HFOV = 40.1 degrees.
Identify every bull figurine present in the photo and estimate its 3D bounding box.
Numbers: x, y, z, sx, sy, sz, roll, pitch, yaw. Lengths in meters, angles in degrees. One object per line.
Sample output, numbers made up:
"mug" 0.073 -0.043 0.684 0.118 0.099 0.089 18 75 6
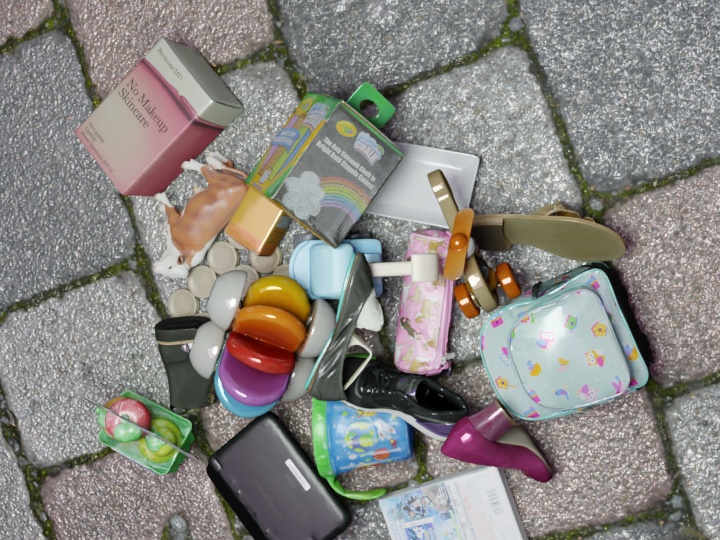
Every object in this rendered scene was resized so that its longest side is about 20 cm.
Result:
"bull figurine" -0.243 -0.082 1.459 0.200 0.065 0.122 -44 75 9

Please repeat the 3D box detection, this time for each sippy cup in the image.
"sippy cup" 0.007 0.216 1.373 0.129 0.140 0.179 -5 126 7

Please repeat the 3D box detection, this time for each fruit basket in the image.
"fruit basket" -0.333 0.231 1.432 0.184 0.200 0.094 22 80 20

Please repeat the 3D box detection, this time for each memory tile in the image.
"memory tile" -0.186 0.034 1.476 0.153 0.017 0.200 44 104 10

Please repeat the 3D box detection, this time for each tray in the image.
"tray" 0.061 -0.122 1.377 0.198 0.022 0.108 12 83 17

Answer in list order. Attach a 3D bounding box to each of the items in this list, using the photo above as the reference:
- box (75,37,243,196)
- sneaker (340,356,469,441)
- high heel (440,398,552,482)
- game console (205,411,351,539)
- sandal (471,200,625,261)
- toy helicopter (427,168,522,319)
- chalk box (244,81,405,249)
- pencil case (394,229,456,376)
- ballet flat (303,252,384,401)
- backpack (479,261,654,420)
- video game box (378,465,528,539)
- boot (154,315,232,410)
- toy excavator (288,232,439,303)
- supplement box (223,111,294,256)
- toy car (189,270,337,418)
"box" -0.294 -0.220 1.446 0.200 0.109 0.128 -42 80 16
"sneaker" 0.049 0.151 1.291 0.198 0.088 0.076 19 64 5
"high heel" 0.180 0.243 1.293 0.096 0.200 0.068 -37 38 5
"game console" -0.124 0.326 1.433 0.176 0.116 0.200 -40 82 8
"sandal" 0.246 -0.066 1.305 0.210 0.078 0.070 4 51 21
"toy helicopter" 0.126 -0.041 1.253 0.078 0.132 0.201 -26 72 15
"chalk box" -0.036 -0.154 1.308 0.124 0.124 0.201 38 88 -27
"pencil case" 0.096 0.042 1.352 0.086 0.083 0.202 6 94 14
"ballet flat" -0.010 0.077 1.258 0.068 0.068 0.201 20 105 1
"backpack" 0.255 0.102 1.273 0.199 0.153 0.177 -24 91 25
"video game box" 0.142 0.387 1.377 0.181 0.047 0.202 -20 87 16
"boot" -0.197 0.140 1.452 0.198 0.078 0.140 1 109 14
"toy excavator" 0.000 0.000 1.324 0.193 0.200 0.101 -1 93 -4
"supplement box" -0.113 -0.121 1.409 0.066 0.069 0.201 33 99 13
"toy car" -0.133 0.110 1.303 0.174 0.150 0.201 19 124 -10
